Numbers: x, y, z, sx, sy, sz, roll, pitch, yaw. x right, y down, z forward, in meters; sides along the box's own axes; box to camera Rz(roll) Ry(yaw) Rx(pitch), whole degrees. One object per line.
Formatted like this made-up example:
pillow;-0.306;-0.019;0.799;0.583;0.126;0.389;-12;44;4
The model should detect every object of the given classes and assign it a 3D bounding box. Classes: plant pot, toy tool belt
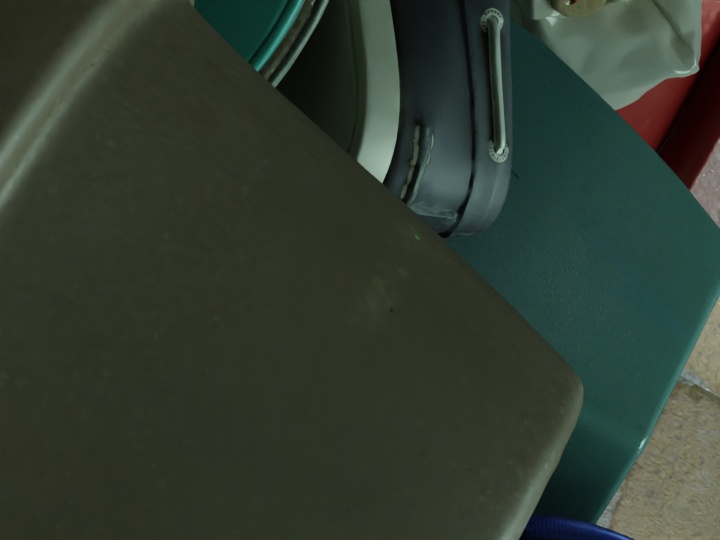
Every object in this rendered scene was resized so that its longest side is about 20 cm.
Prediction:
plant pot;-0.047;0.031;0.683;0.201;0.174;0.200;-62;177;-5
toy tool belt;0.046;-0.148;0.970;0.124;0.123;0.201;-26;-135;17
plant pot;0.000;0.000;0.896;0.142;0.199;0.142;-57;176;-40

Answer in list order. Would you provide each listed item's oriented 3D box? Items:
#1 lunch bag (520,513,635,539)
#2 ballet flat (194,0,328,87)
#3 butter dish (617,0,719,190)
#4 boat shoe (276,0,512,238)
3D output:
lunch bag;0.015;0.143;0.842;0.199;0.128;0.170;-19;179;-41
ballet flat;-0.019;-0.111;0.776;0.201;0.067;0.064;-64;164;19
butter dish;0.055;-0.123;1.168;0.147;0.200;0.200;-14;138;-53
boat shoe;0.013;-0.101;0.836;0.073;0.062;0.201;-30;-129;51
